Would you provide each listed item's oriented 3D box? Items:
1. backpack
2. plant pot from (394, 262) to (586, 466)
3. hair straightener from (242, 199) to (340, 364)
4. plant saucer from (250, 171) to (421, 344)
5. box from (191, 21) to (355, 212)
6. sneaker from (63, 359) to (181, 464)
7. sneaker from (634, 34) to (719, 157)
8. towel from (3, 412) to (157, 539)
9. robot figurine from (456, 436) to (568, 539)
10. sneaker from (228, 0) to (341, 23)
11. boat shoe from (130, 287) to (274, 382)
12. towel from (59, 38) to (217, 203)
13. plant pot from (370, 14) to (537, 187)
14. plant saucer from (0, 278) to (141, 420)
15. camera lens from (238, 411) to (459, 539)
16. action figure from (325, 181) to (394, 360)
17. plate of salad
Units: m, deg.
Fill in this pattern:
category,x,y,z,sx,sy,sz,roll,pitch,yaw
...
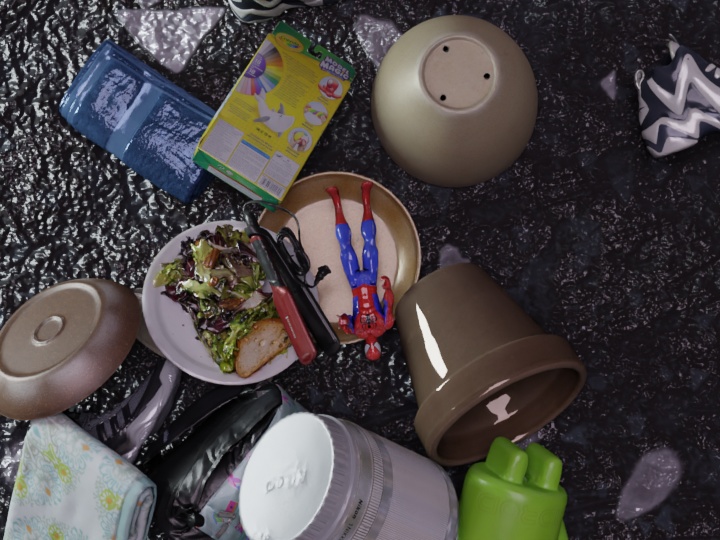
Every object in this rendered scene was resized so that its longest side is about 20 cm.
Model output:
category,x,y,z,sx,sy,sz,roll,pitch,yaw
backpack,-0.139,0.216,1.675,0.200,0.167,0.127,-47,125,-7
plant pot,0.126,0.091,1.682,0.199,0.201,0.175,-27,63,-3
hair straightener,-0.074,0.006,1.696,0.077,0.041,0.201,-17,71,-38
plant saucer,-0.029,-0.013,1.761,0.198,0.035,0.202,0,82,2
box,-0.097,-0.182,1.754,0.117,0.048,0.201,32,69,-6
sneaker,-0.291,0.170,1.719,0.113,0.075,0.201,31,86,3
sneaker,0.408,-0.223,1.752,0.198,0.079,0.131,-21,90,8
towel,-0.311,0.271,1.657,0.170,0.048,0.201,29,116,23
robot figurine,0.158,0.288,1.664,0.174,0.116,0.202,12,96,-21
sneaker,-0.064,-0.360,1.764,0.198,0.130,0.080,-15,82,-1
boat shoe,-0.182,0.071,1.739,0.199,0.072,0.060,25,39,8
towel,-0.250,-0.174,1.783,0.199,0.049,0.112,35,85,5
plant pot,0.110,-0.208,1.737,0.198,0.134,0.202,0,81,1
plant saucer,-0.339,0.076,1.690,0.199,0.037,0.201,-18,40,16
camera lens,-0.007,0.248,1.585,0.199,0.159,0.161,29,81,-37
action figure,0.000,0.000,1.695,0.065,0.099,0.202,-9,85,1
plate of salad,-0.144,0.030,1.693,0.198,0.048,0.202,3,65,-7
